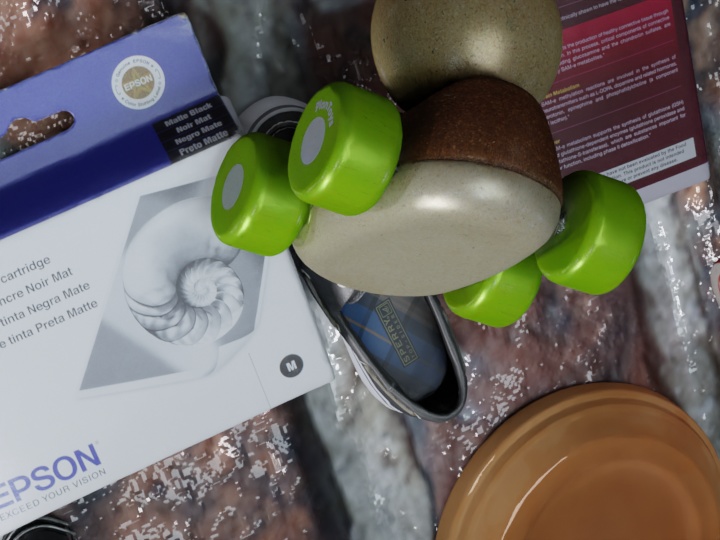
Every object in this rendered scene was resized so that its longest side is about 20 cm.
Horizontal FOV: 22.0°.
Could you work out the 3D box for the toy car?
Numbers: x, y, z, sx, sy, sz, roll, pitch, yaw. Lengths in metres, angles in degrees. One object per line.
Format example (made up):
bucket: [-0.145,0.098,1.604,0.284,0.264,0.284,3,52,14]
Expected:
toy car: [0.039,-0.096,0.880,0.163,0.157,0.202,17,70,-27]

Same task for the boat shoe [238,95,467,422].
boat shoe: [0.000,0.000,0.965,0.070,0.066,0.201,-32,115,-13]

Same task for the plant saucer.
plant saucer: [0.138,0.167,1.091,0.198,0.037,0.202,-7,107,-22]

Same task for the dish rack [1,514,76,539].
dish rack: [-0.120,0.232,0.983,0.199,0.054,0.154,23,95,-30]

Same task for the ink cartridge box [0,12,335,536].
ink cartridge box: [-0.133,0.005,0.907,0.198,0.041,0.201,-25,112,-8]

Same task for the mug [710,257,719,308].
mug: [0.323,0.000,1.080,0.199,0.133,0.178,-35,114,-8]

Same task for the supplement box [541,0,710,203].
supplement box: [0.113,-0.131,0.984,0.108,0.061,0.202,-20,112,-18]
